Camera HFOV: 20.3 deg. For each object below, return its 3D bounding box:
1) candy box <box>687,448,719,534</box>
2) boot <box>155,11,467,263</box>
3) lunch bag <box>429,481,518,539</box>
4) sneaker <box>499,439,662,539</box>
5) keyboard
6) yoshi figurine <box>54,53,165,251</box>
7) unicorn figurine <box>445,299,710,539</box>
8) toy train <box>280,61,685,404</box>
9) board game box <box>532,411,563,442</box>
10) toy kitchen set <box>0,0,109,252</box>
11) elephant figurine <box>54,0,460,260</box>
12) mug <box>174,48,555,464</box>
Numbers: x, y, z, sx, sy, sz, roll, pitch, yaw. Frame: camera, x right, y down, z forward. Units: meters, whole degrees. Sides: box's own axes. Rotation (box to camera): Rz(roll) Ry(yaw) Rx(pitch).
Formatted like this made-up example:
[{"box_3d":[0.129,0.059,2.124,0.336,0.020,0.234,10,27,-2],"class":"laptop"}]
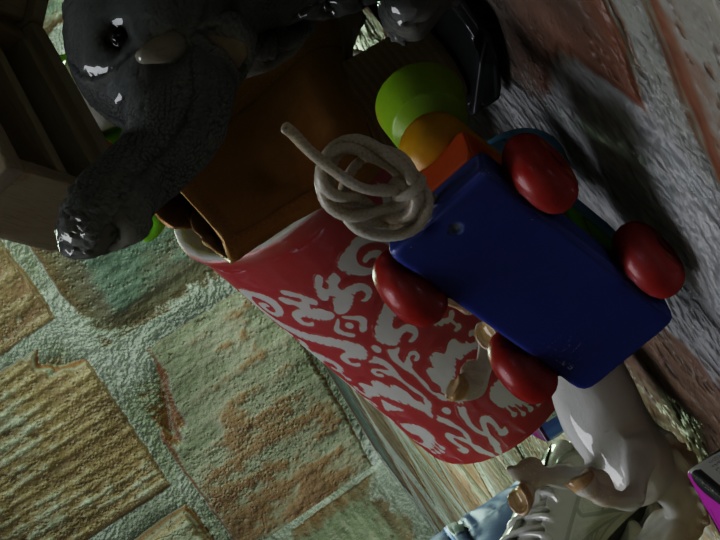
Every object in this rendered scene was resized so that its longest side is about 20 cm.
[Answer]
[{"box_3d":[0.197,0.136,0.649,0.137,0.061,0.200,59,175,-23],"class":"candy box"},{"box_3d":[-0.057,-0.092,0.922,0.201,0.144,0.071,47,164,46],"class":"boot"},{"box_3d":[0.138,0.280,1.684,0.200,0.132,0.136,51,172,42],"class":"lunch bag"},{"box_3d":[0.099,0.140,1.045,0.075,0.200,0.081,-4,114,35],"class":"sneaker"},{"box_3d":[0.004,-0.154,0.915,0.200,0.021,0.127,56,169,16],"class":"keyboard"},{"box_3d":[-0.140,-0.074,1.013,0.200,0.111,0.113,-54,-39,-61],"class":"yoshi figurine"},{"box_3d":[0.113,0.079,0.973,0.137,0.074,0.201,-8,-98,-51],"class":"unicorn figurine"},{"box_3d":[0.031,-0.042,0.781,0.200,0.085,0.116,34,-157,-36],"class":"toy train"},{"box_3d":[0.057,0.002,1.232,0.201,0.043,0.199,58,176,-5],"class":"board game box"},{"box_3d":[-0.094,-0.136,0.871,0.163,0.200,0.181,17,-143,-57],"class":"toy kitchen set"},{"box_3d":[-0.063,-0.113,0.766,0.142,0.200,0.155,57,175,-6],"class":"elephant figurine"},{"box_3d":[0.009,-0.007,1.055,0.200,0.133,0.178,45,179,-32],"class":"mug"}]
